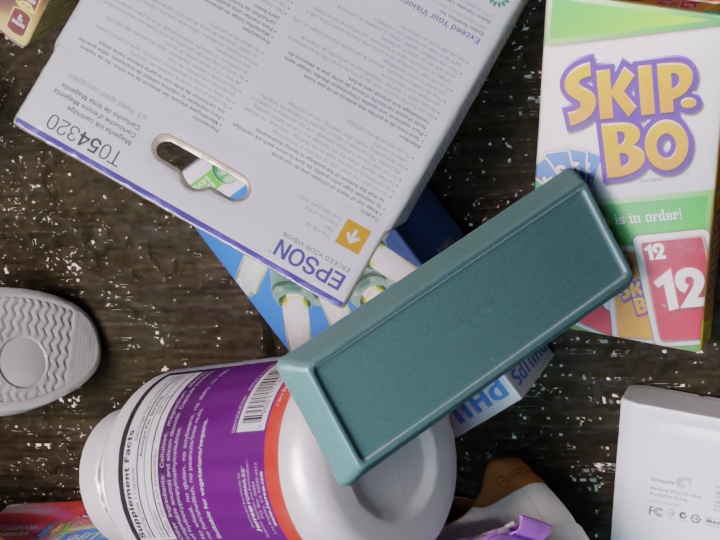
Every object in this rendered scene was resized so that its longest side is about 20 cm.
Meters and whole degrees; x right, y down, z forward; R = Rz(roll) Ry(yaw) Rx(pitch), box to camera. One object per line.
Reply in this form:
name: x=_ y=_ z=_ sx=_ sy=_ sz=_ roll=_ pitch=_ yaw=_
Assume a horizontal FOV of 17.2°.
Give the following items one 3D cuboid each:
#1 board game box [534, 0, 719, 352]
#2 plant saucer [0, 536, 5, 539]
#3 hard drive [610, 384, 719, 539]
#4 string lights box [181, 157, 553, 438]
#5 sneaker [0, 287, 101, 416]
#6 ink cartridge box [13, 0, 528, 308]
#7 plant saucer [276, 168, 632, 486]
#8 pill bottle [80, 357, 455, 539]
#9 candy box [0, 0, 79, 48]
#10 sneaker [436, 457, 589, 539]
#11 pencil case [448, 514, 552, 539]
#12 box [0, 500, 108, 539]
board game box: x=0.138 y=-0.060 z=1.208 sx=0.095 sy=0.030 sz=0.200 roll=10 pitch=113 yaw=19
plant saucer: x=-0.252 y=0.228 z=1.376 sx=0.200 sy=0.032 sz=0.201 roll=8 pitch=114 yaw=19
hard drive: x=0.199 y=0.166 z=1.278 sx=0.132 sy=0.026 sz=0.200 roll=10 pitch=115 yaw=19
string lights box: x=0.000 y=0.000 z=1.271 sx=0.103 sy=0.059 sz=0.200 roll=-34 pitch=96 yaw=31
sneaker: x=-0.257 y=0.057 z=1.375 sx=0.118 sy=0.200 sz=0.074 roll=-14 pitch=87 yaw=65
ink cartridge box: x=-0.041 y=-0.111 z=1.196 sx=0.196 sy=0.043 sz=0.200 roll=30 pitch=88 yaw=8
plant saucer: x=0.053 y=0.025 z=1.161 sx=0.019 sy=0.200 sz=0.070 roll=-11 pitch=110 yaw=60
pill bottle: x=-0.054 y=0.103 z=1.235 sx=0.200 sy=0.112 sz=0.113 roll=-9 pitch=109 yaw=46
candy box: x=-0.172 y=-0.232 z=1.246 sx=0.115 sy=0.055 sz=0.200 roll=35 pitch=122 yaw=6
sneaker: x=0.053 y=0.178 z=1.333 sx=0.200 sy=0.073 sz=0.085 roll=-52 pitch=58 yaw=36
pencil case: x=0.019 y=0.174 z=1.256 sx=0.200 sy=0.084 sz=0.086 roll=-9 pitch=73 yaw=44
box: x=-0.136 y=0.195 z=1.389 sx=0.200 sy=0.103 sz=0.095 roll=-5 pitch=110 yaw=26
